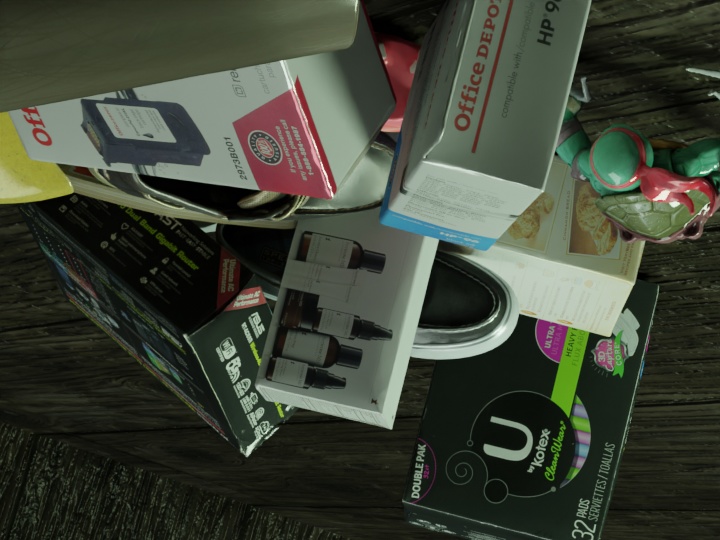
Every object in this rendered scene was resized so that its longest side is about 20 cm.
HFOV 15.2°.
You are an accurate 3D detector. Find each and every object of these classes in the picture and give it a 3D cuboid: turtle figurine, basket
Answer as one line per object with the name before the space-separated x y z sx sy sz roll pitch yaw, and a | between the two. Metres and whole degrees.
turtle figurine | 0.163 -0.063 1.480 0.149 0.101 0.200 8 172 27
basket | -0.107 -0.147 1.223 0.199 0.137 0.181 -7 -150 -9

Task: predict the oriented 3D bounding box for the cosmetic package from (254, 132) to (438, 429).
cosmetic package | 0.002 -0.013 1.624 0.082 0.201 0.051 12 168 9

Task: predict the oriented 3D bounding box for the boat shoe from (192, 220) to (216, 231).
boat shoe | -0.121 -0.057 1.862 0.066 0.070 0.199 13 172 -40

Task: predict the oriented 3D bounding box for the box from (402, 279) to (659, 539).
box | 0.123 0.098 1.970 0.148 0.201 0.124 13 169 4

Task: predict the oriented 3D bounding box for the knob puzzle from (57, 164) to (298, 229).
knob puzzle | -0.111 -0.073 1.681 0.218 0.031 0.220 11 -162 -4

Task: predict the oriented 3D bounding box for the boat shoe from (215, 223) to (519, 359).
boat shoe | 0.000 0.000 1.683 0.199 0.070 0.066 20 169 17

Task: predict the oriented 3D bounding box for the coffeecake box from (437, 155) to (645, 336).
coffeecake box | 0.081 -0.030 1.752 0.199 0.073 0.154 14 167 3

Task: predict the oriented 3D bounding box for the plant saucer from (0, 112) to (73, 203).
plant saucer | -0.282 -0.116 1.602 0.200 0.048 0.200 51 163 -31

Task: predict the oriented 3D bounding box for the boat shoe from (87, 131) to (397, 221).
boat shoe | -0.060 -0.054 1.538 0.199 0.075 0.073 2 -156 -27

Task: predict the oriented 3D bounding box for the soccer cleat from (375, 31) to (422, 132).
soccer cleat | -0.049 -0.122 1.537 0.199 0.067 0.076 14 172 -9

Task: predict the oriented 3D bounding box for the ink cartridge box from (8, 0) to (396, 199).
ink cartridge box | -0.100 -0.125 1.406 0.199 0.084 0.145 8 136 30

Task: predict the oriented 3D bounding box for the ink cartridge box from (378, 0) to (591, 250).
ink cartridge box | 0.067 -0.089 1.412 0.067 0.117 0.200 15 168 -5

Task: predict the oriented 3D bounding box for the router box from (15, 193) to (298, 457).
router box | -0.133 0.011 1.753 0.200 0.062 0.150 39 162 31
